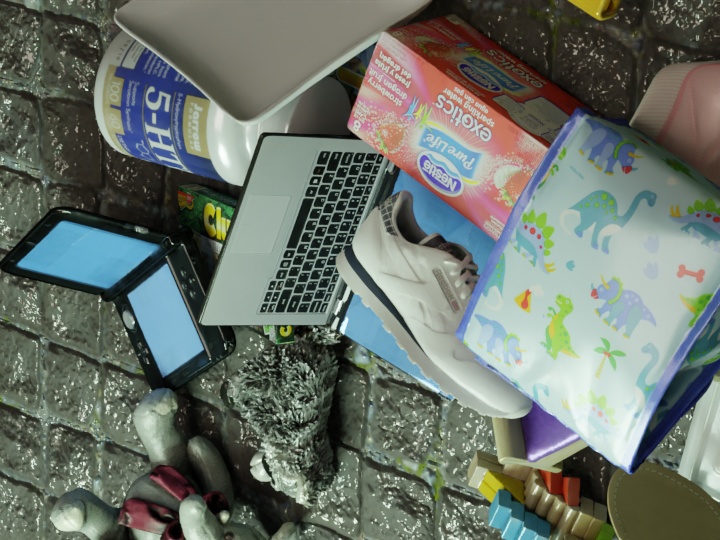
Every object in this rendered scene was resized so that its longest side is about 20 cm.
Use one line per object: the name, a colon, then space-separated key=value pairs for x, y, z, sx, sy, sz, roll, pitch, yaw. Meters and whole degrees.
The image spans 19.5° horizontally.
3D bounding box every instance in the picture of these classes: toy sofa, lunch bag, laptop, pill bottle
toy sofa: x=0.177 y=0.078 z=1.614 sx=0.200 sy=0.097 sz=0.083 roll=-34 pitch=53 yaw=40
lunch bag: x=0.181 y=0.015 z=1.476 sx=0.170 sy=0.127 sz=0.201 roll=38 pitch=104 yaw=25
laptop: x=0.000 y=0.000 z=1.690 sx=0.116 sy=0.199 sz=0.188 roll=54 pitch=133 yaw=44
pill bottle: x=-0.112 y=-0.135 z=1.747 sx=0.199 sy=0.119 sz=0.121 roll=16 pitch=112 yaw=33

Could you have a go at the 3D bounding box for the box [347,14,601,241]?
box: x=0.100 y=-0.106 z=1.640 sx=0.200 sy=0.099 sz=0.096 roll=38 pitch=123 yaw=25

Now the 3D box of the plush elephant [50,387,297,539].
plush elephant: x=-0.156 y=0.239 z=1.918 sx=0.154 sy=0.165 sz=0.201 roll=12 pitch=139 yaw=51

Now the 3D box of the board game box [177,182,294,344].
board game box: x=-0.111 y=-0.009 z=1.847 sx=0.200 sy=0.023 sz=0.106 roll=22 pitch=114 yaw=59

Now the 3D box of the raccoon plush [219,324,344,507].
raccoon plush: x=-0.034 y=0.117 z=1.827 sx=0.200 sy=0.097 sz=0.134 roll=-40 pitch=84 yaw=39

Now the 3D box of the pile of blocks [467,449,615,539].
pile of blocks: x=0.162 y=0.202 z=1.688 sx=0.200 sy=0.082 sz=0.062 roll=38 pitch=124 yaw=26

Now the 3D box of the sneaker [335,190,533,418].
sneaker: x=0.068 y=0.029 z=1.613 sx=0.200 sy=0.076 sz=0.081 roll=46 pitch=108 yaw=17

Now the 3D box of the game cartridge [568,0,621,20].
game cartridge: x=0.138 y=-0.310 z=1.550 sx=0.200 sy=0.032 sz=0.177 roll=36 pitch=123 yaw=25

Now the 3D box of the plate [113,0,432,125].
plate: x=-0.069 y=-0.205 z=1.691 sx=0.199 sy=0.199 sz=0.032 roll=40 pitch=157 yaw=38

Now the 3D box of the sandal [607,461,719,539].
sandal: x=0.275 y=0.226 z=1.614 sx=0.211 sy=0.070 sz=0.078 roll=36 pitch=88 yaw=6

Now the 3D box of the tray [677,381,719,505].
tray: x=0.300 y=0.105 z=1.584 sx=0.107 sy=0.022 sz=0.201 roll=27 pitch=118 yaw=31

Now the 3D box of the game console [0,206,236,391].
game console: x=-0.222 y=0.032 z=1.901 sx=0.200 sy=0.116 sz=0.177 roll=-32 pitch=80 yaw=61

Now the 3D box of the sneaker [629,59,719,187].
sneaker: x=0.247 y=-0.059 z=1.546 sx=0.104 sy=0.075 sz=0.202 roll=9 pitch=101 yaw=33

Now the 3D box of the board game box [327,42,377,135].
board game box: x=-0.048 y=-0.160 z=1.790 sx=0.199 sy=0.034 sz=0.136 roll=29 pitch=120 yaw=31
